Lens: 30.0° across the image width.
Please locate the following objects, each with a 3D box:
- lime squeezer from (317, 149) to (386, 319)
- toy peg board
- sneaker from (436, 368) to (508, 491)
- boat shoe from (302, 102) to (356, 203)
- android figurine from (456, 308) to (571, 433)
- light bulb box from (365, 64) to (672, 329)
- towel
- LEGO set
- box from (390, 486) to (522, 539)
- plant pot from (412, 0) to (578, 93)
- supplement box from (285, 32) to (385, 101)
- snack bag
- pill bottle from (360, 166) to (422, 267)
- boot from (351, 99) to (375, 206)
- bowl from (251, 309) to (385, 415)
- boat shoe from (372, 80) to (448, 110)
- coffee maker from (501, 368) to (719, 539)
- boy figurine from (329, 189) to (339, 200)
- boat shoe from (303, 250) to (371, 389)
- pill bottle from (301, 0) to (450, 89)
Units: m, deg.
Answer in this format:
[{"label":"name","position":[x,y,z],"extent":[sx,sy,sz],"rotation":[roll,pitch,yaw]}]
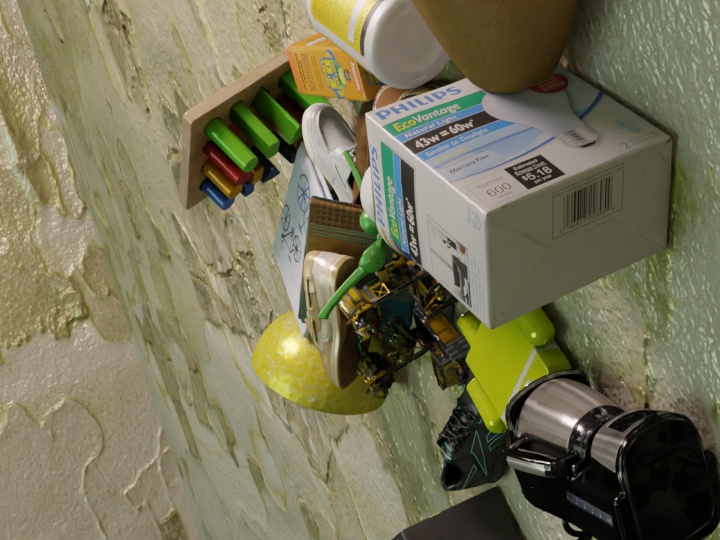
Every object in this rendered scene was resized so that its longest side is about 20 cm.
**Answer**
[{"label":"lime squeezer","position":[0.000,-0.040,1.559],"extent":[0.070,0.038,0.202],"rotation":[1,79,35]},{"label":"toy peg board","position":[-0.135,-0.166,1.805],"extent":[0.098,0.200,0.200],"rotation":[44,152,18]},{"label":"sneaker","position":[0.137,0.194,1.619],"extent":[0.075,0.079,0.201],"rotation":[48,149,44]},{"label":"boat shoe","position":[-0.004,-0.126,1.692],"extent":[0.071,0.070,0.202],"rotation":[-28,88,58]},{"label":"android figurine","position":[0.169,0.105,1.473],"extent":[0.201,0.041,0.183],"rotation":[62,149,34]},{"label":"light bulb box","position":[0.137,-0.079,1.196],"extent":[0.200,0.197,0.126],"rotation":[44,149,45]},{"label":"towel","position":[0.000,0.000,1.648],"extent":[0.022,0.145,0.201],"rotation":[-73,-8,-48]},{"label":"LEGO set","position":[0.064,0.087,1.604],"extent":[0.116,0.153,0.201],"rotation":[50,156,38]},{"label":"box","position":[0.115,0.385,1.753],"extent":[0.125,0.148,0.200],"rotation":[64,158,15]},{"label":"plant pot","position":[0.114,-0.255,1.148],"extent":[0.187,0.186,0.201],"rotation":[51,166,39]},{"label":"supplement box","position":[-0.017,-0.245,1.599],"extent":[0.200,0.068,0.067],"rotation":[17,127,61]},{"label":"snack bag","position":[-0.070,-0.036,1.785],"extent":[0.189,0.021,0.201],"rotation":[-113,30,-42]},{"label":"pill bottle","position":[0.084,-0.062,1.451],"extent":[0.200,0.119,0.121],"rotation":[33,140,57]},{"label":"boot","position":[0.020,-0.117,1.624],"extent":[0.076,0.073,0.202],"rotation":[-122,35,-56]},{"label":"bowl","position":[-0.043,0.100,1.858],"extent":[0.200,0.199,0.108],"rotation":[44,124,47]},{"label":"boat shoe","position":[0.071,-0.166,1.418],"extent":[0.200,0.073,0.076],"rotation":[28,100,52]},{"label":"coffee maker","position":[0.254,0.205,1.313],"extent":[0.192,0.135,0.200],"rotation":[52,167,-23]},{"label":"boy figurine","position":[0.005,-0.014,1.769],"extent":[0.201,0.064,0.125],"rotation":[58,154,33]},{"label":"boat shoe","position":[-0.034,0.056,1.651],"extent":[0.069,0.074,0.201],"rotation":[23,134,29]},{"label":"pill bottle","position":[0.010,-0.282,1.436],"extent":[0.200,0.111,0.112],"rotation":[44,148,46]}]
